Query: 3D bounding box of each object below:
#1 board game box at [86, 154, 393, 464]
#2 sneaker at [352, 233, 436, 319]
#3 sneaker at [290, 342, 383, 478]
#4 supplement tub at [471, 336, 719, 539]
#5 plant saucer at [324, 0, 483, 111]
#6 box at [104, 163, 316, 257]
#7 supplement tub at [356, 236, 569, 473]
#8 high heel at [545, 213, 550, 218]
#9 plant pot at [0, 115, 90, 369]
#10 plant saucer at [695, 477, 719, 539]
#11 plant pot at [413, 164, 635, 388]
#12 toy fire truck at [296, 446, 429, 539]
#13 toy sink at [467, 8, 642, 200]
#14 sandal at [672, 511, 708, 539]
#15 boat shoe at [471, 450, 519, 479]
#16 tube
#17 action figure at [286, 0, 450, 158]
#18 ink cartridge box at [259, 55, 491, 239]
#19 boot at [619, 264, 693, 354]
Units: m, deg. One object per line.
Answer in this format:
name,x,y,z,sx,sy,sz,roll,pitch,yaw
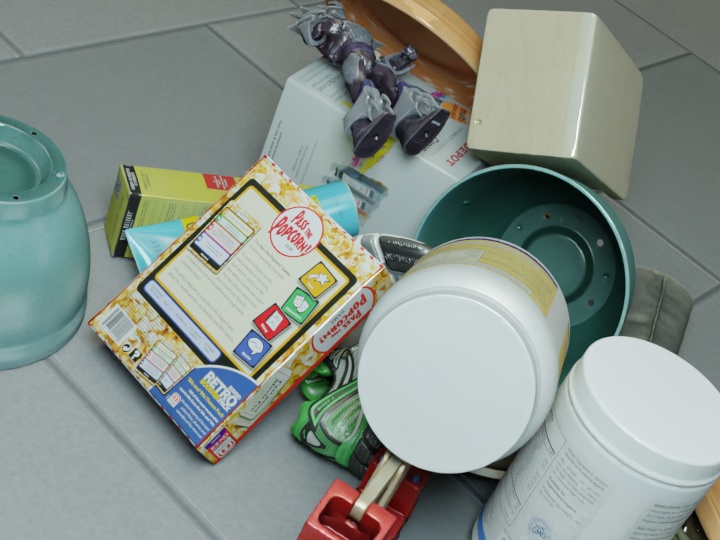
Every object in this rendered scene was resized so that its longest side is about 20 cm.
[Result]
board game box,-0.095,0.028,1.059,0.200,0.046,0.151,-43,64,-7
sneaker,0.000,0.000,1.168,0.198,0.076,0.115,-10,11,27
sneaker,0.002,0.081,1.124,0.084,0.079,0.200,24,35,2
supplement tub,0.178,0.164,1.005,0.131,0.201,0.133,18,34,-13
plant saucer,0.055,-0.226,1.299,0.199,0.038,0.200,34,-7,5
box,-0.127,-0.046,1.221,0.198,0.076,0.050,4,37,-24
supplement tub,0.077,0.059,0.984,0.144,0.146,0.200,28,14,7
high heel,0.183,-0.055,1.429,0.141,0.072,0.201,21,36,-16
plant pot,-0.301,-0.039,1.056,0.198,0.135,0.201,16,35,-12
plant saucer,0.335,0.218,1.086,0.200,0.037,0.201,41,26,-25
plant pot,0.162,0.001,1.229,0.200,0.202,0.161,34,17,15
toy fire truck,0.004,0.174,0.946,0.048,0.142,0.200,29,35,9
toy sink,0.184,-0.151,1.258,0.111,0.132,0.200,8,-4,25
sandal,0.249,0.224,1.073,0.057,0.080,0.202,-7,62,-38
boat shoe,0.149,0.143,1.129,0.198,0.060,0.072,11,16,-19
tube,-0.100,-0.027,1.174,0.198,0.050,0.078,-18,77,-14
action figure,0.006,-0.188,1.232,0.129,0.070,0.201,6,42,-34
ink cartridge box,0.020,-0.104,1.322,0.199,0.145,0.145,32,35,11
boot,0.305,0.083,1.320,0.181,0.073,0.200,31,28,6
